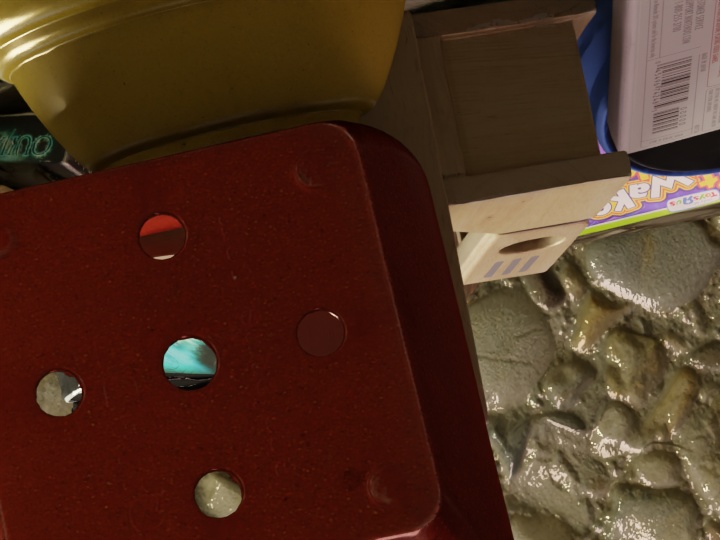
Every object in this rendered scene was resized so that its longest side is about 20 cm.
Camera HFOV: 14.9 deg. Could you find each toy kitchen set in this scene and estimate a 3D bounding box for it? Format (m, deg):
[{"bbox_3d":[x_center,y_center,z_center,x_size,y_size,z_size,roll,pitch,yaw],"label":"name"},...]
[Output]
[{"bbox_3d":[0.000,0.000,1.131,0.199,0.164,0.180,-9,169,-9],"label":"toy kitchen set"}]

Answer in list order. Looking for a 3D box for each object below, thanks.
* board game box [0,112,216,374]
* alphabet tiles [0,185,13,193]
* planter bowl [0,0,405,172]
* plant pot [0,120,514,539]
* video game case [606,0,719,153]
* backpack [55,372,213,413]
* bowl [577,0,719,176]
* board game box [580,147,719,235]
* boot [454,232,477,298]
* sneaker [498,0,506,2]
[{"bbox_3d":[-0.111,-0.008,1.202,0.135,0.028,0.200,1,153,39],"label":"board game box"},{"bbox_3d":[-0.172,-0.019,1.162,0.199,0.008,0.167,26,163,-16],"label":"alphabet tiles"},{"bbox_3d":[-0.052,-0.080,0.963,0.199,0.084,0.200,-13,176,-1],"label":"planter bowl"},{"bbox_3d":[-0.051,0.051,0.929,0.199,0.201,0.176,-12,165,-4],"label":"plant pot"},{"bbox_3d":[0.186,-0.121,1.072,0.181,0.022,0.200,-15,155,-3],"label":"video game case"},{"bbox_3d":[-0.076,0.006,1.669,0.199,0.152,0.177,-6,-179,20],"label":"backpack"},{"bbox_3d":[0.183,-0.105,1.188,0.200,0.040,0.201,-18,155,-8],"label":"bowl"},{"bbox_3d":[0.189,-0.095,1.376,0.199,0.045,0.135,-14,143,8],"label":"board game box"},{"bbox_3d":[-0.013,-0.035,1.387,0.166,0.073,0.200,16,-160,25],"label":"boot"},{"bbox_3d":[0.050,-0.087,1.293,0.083,0.075,0.200,-15,178,-30],"label":"sneaker"}]
